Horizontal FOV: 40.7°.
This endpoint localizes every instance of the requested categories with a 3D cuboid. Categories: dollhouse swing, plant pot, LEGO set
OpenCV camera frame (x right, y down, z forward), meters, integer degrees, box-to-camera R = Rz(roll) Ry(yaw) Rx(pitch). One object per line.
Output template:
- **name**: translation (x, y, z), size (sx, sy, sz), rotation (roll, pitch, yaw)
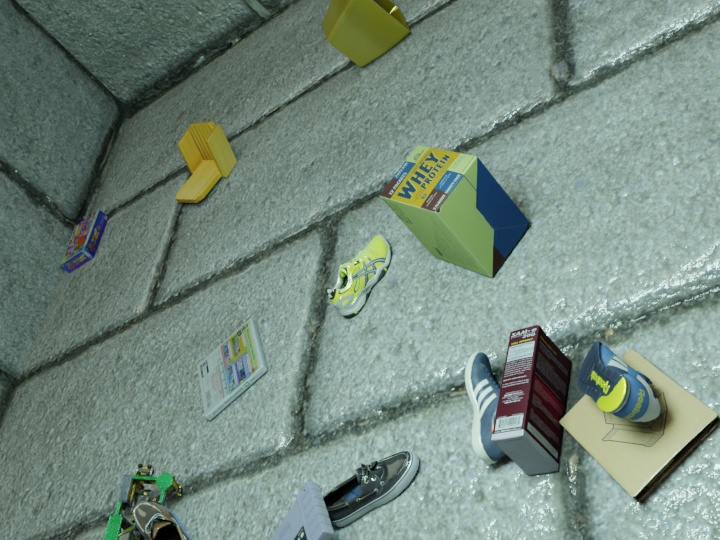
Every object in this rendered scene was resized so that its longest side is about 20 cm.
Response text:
- **dollhouse swing**: translation (-0.510, -0.331, 2.983), size (0.175, 0.184, 0.198), rotation (-38, 26, -28)
- **plant pot**: translation (0.000, -0.706, 2.770), size (0.177, 0.199, 0.201), rotation (-47, 30, 20)
- **LEGO set**: translation (-0.447, 0.522, 2.040), size (0.151, 0.116, 0.203), rotation (-5, 58, 8)

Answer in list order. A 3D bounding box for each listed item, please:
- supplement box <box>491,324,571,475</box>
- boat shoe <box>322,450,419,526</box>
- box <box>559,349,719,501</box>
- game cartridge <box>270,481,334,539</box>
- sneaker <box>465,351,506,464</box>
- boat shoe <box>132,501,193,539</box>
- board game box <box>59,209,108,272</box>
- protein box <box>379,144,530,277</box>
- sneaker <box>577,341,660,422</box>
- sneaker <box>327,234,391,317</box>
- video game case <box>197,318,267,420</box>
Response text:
- **supplement box**: translation (0.269, 0.200, 1.513), size (0.060, 0.109, 0.202), rotation (-17, 41, 38)
- **boat shoe**: translation (0.009, 0.366, 1.677), size (0.199, 0.066, 0.070), rotation (-36, 33, 18)
- **box**: translation (0.401, 0.220, 1.416), size (0.163, 0.021, 0.200), rotation (-45, 31, 2)
- **game cartridge**: translation (-0.117, 0.482, 1.677), size (0.202, 0.038, 0.130), rotation (-58, 24, 18)
- **sneaker**: translation (0.226, 0.214, 1.588), size (0.084, 0.075, 0.203), rotation (-28, 46, 29)
- **boat shoe**: translation (-0.385, 0.512, 1.914), size (0.198, 0.073, 0.073), rotation (29, 69, 32)
- **board game box**: translation (-0.954, -0.102, 3.359), size (0.133, 0.045, 0.202), rotation (-28, 37, 28)
- **protein box**: translation (0.182, -0.118, 1.882), size (0.136, 0.199, 0.199), rotation (-51, 32, -10)
- **sneaker**: translation (0.376, 0.168, 1.425), size (0.200, 0.081, 0.075), rotation (-98, 29, -73)
- **sneaker**: translation (0.000, 0.000, 2.084), size (0.075, 0.076, 0.202), rotation (-4, 51, 50)
- **video game case**: translation (-0.298, 0.225, 2.243), size (0.181, 0.022, 0.201), rotation (-41, 31, 10)
